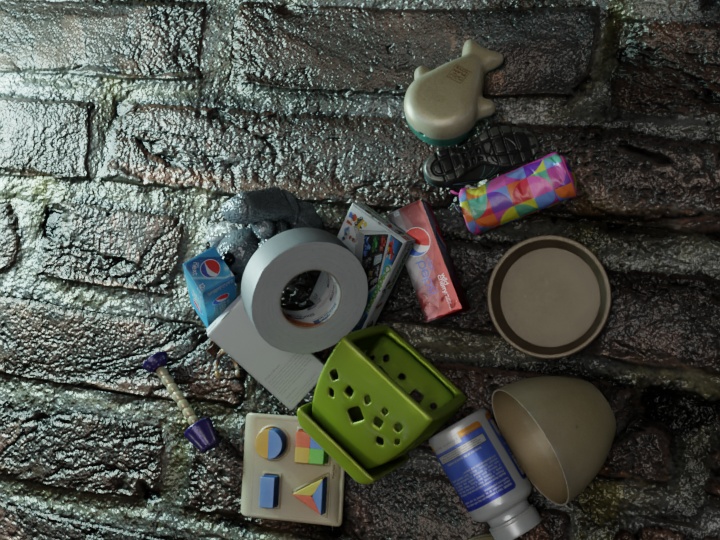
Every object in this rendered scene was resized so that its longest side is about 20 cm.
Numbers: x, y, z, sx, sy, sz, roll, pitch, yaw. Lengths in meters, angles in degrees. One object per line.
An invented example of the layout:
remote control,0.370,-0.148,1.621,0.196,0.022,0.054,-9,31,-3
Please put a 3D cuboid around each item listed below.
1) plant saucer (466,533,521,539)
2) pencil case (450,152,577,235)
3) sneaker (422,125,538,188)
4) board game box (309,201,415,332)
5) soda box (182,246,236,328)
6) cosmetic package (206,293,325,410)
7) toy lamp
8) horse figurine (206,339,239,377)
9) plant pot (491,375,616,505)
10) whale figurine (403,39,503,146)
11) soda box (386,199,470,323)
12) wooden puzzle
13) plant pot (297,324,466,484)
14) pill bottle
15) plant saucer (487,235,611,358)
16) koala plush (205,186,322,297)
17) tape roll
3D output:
plant saucer,0.223,0.534,1.577,0.200,0.029,0.200,-2,85,20
pencil case,0.254,-0.127,1.581,0.200,0.088,0.088,-19,80,15
sneaker,0.198,-0.187,1.614,0.200,0.079,0.075,-15,76,-3
board game box,0.000,0.000,1.648,0.126,0.035,0.200,37,116,25
soda box,-0.260,0.035,1.684,0.064,0.200,0.068,-31,74,-17
cosmetic package,-0.160,0.137,1.662,0.200,0.074,0.102,45,86,-9
toy lamp,-0.329,0.244,1.773,0.058,0.058,0.200,-40,72,13
horse figurine,-0.194,0.136,1.736,0.200,0.050,0.133,9,97,16
plant pot,0.315,0.242,1.496,0.134,0.200,0.200,-28,76,-14
whale figurine,0.161,-0.296,1.630,0.159,0.104,0.200,30,72,19
soda box,0.116,-0.015,1.631,0.070,0.063,0.200,-23,80,17
wooden puzzle,-0.124,0.351,1.699,0.200,0.046,0.185,2,87,19
plant pot,0.027,0.226,1.582,0.200,0.199,0.182,41,106,16
pill bottle,0.204,0.333,1.551,0.112,0.112,0.200,-32,78,14
plant saucer,0.308,0.043,1.572,0.200,0.029,0.200,-1,87,19
koala plush,-0.182,-0.040,1.704,0.200,0.184,0.177,-32,89,36
tape roll,-0.090,0.034,1.570,0.200,0.200,0.066,-57,30,8
